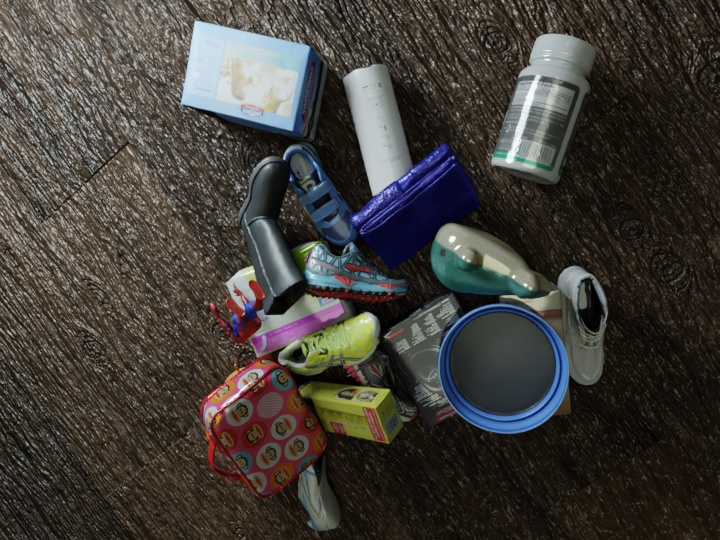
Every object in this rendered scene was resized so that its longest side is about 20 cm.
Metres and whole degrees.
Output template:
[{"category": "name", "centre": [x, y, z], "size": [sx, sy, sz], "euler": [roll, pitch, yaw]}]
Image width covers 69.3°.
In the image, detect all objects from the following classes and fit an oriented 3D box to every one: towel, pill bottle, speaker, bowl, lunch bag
[{"category": "towel", "centre": [0.095, -0.093, 0.853], "size": [0.199, 0.050, 0.148], "euler": [-36, 133, 11]}, {"category": "pill bottle", "centre": [0.287, -0.247, 0.813], "size": [0.111, 0.113, 0.204], "euler": [18, 98, 6]}, {"category": "speaker", "centre": [0.033, -0.229, 0.870], "size": [0.080, 0.081, 0.204], "euler": [-15, 94, 10]}, {"category": "bowl", "centre": [0.222, 0.151, 0.818], "size": [0.196, 0.039, 0.205], "euler": [2, 98, 13]}, {"category": "lunch bag", "centre": [-0.163, 0.263, 0.843], "size": [0.175, 0.081, 0.203], "euler": [-35, 117, -24]}]

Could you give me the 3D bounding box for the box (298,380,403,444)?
[{"category": "box", "centre": [-0.026, 0.238, 0.890], "size": [0.197, 0.050, 0.077], "euler": [-4, 114, 40]}]

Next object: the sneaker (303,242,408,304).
[{"category": "sneaker", "centre": [0.000, 0.000, 0.871], "size": [0.197, 0.079, 0.098], "euler": [9, 74, -32]}]

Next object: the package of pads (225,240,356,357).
[{"category": "package of pads", "centre": [-0.125, 0.046, 0.930], "size": [0.197, 0.068, 0.157], "euler": [-23, 93, 10]}]

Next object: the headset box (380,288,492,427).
[{"category": "headset box", "centre": [0.143, 0.156, 0.897], "size": [0.147, 0.077, 0.202], "euler": [-31, 92, 11]}]

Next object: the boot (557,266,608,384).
[{"category": "boot", "centre": [0.363, 0.098, 0.848], "size": [0.072, 0.096, 0.204], "euler": [-11, 95, 9]}]

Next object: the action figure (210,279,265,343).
[{"category": "action figure", "centre": [-0.199, 0.055, 0.830], "size": [0.065, 0.201, 0.099], "euler": [-38, 79, -24]}]

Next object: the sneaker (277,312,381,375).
[{"category": "sneaker", "centre": [-0.051, 0.129, 0.861], "size": [0.198, 0.076, 0.077], "euler": [-31, 68, 27]}]

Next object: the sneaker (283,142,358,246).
[{"category": "sneaker", "centre": [-0.074, -0.128, 0.896], "size": [0.073, 0.082, 0.202], "euler": [-32, 92, 8]}]

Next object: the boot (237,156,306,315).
[{"category": "boot", "centre": [-0.134, -0.053, 0.833], "size": [0.166, 0.065, 0.202], "euler": [-57, 43, 43]}]

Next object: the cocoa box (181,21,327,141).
[{"category": "cocoa box", "centre": [-0.171, -0.308, 0.866], "size": [0.196, 0.131, 0.136], "euler": [15, 98, 7]}]

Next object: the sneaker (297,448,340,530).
[{"category": "sneaker", "centre": [-0.093, 0.381, 0.963], "size": [0.071, 0.072, 0.204], "euler": [-14, 91, 18]}]

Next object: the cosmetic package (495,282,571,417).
[{"category": "cosmetic package", "centre": [0.285, 0.129, 0.867], "size": [0.101, 0.087, 0.204], "euler": [-8, 95, 11]}]

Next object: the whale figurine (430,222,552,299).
[{"category": "whale figurine", "centre": [0.197, 0.003, 0.826], "size": [0.199, 0.158, 0.105], "euler": [35, 110, 35]}]

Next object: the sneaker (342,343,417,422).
[{"category": "sneaker", "centre": [0.030, 0.180, 0.916], "size": [0.075, 0.081, 0.201], "euler": [-42, 89, 8]}]

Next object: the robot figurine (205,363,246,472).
[{"category": "robot figurine", "centre": [-0.194, 0.263, 0.942], "size": [0.141, 0.117, 0.205], "euler": [6, 98, 10]}]
